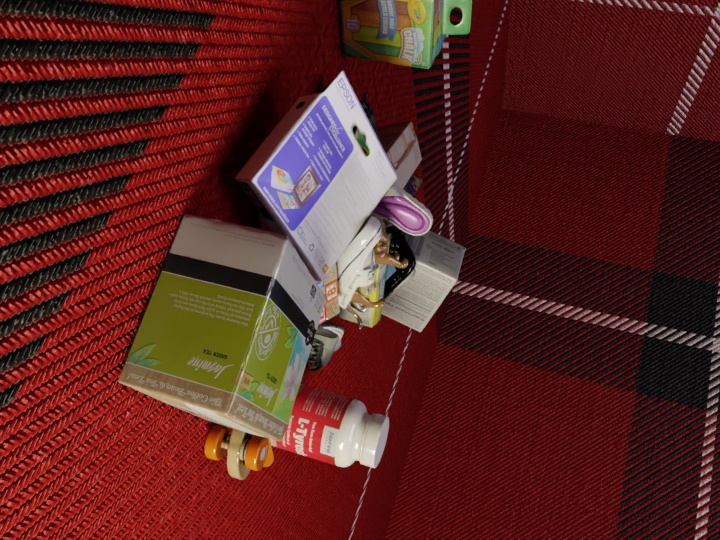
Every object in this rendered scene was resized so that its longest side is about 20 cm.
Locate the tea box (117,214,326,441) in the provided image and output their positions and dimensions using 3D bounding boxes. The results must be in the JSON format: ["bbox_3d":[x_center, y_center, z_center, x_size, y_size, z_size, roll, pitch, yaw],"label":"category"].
[{"bbox_3d":[-0.145,0.074,0.781,0.200,0.132,0.199,63,42,-67],"label":"tea box"}]

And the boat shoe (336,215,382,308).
[{"bbox_3d":[-0.002,-0.008,1.021,0.074,0.066,0.200,-56,-176,-35],"label":"boat shoe"}]

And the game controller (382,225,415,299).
[{"bbox_3d":[0.026,0.009,1.294,0.042,0.105,0.200,11,135,-41],"label":"game controller"}]

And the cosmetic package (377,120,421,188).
[{"bbox_3d":[0.037,-0.201,1.273,0.201,0.102,0.088,-60,137,-53],"label":"cosmetic package"}]

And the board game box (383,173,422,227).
[{"bbox_3d":[0.036,-0.095,1.311,0.200,0.032,0.120,-43,-167,38],"label":"board game box"}]

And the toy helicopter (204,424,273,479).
[{"bbox_3d":[-0.149,0.206,0.993,0.133,0.078,0.202,77,25,-60],"label":"toy helicopter"}]

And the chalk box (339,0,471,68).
[{"bbox_3d":[0.079,-0.417,1.091,0.126,0.198,0.125,86,22,-47],"label":"chalk box"}]

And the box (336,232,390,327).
[{"bbox_3d":[-0.011,-0.007,1.249,0.048,0.116,0.202,-37,138,-58],"label":"box"}]

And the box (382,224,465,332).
[{"bbox_3d":[0.096,0.006,1.430,0.201,0.182,0.106,118,-4,-48],"label":"box"}]

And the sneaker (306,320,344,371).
[{"bbox_3d":[-0.074,0.130,1.187,0.201,0.073,0.080,87,28,-69],"label":"sneaker"}]

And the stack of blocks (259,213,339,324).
[{"bbox_3d":[-0.095,-0.014,0.957,0.115,0.058,0.202,-27,123,-42],"label":"stack of blocks"}]

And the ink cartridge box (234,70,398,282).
[{"bbox_3d":[-0.049,-0.122,0.892,0.201,0.043,0.199,-54,137,-21],"label":"ink cartridge box"}]

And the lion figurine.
[{"bbox_3d":[0.000,0.000,1.160,0.202,0.121,0.072,-64,-153,10],"label":"lion figurine"}]

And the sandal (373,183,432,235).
[{"bbox_3d":[0.035,-0.118,1.166,0.050,0.201,0.083,-74,-171,-53],"label":"sandal"}]

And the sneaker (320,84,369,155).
[{"bbox_3d":[-0.014,-0.198,1.051,0.085,0.077,0.202,-4,74,-68],"label":"sneaker"}]

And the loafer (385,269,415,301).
[{"bbox_3d":[0.041,0.029,1.358,0.069,0.199,0.071,9,63,-43],"label":"loafer"}]

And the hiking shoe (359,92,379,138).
[{"bbox_3d":[-0.020,-0.237,1.152,0.201,0.075,0.102,-67,152,-58],"label":"hiking shoe"}]

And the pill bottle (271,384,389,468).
[{"bbox_3d":[-0.058,0.261,1.128,0.112,0.198,0.114,12,90,-75],"label":"pill bottle"}]
